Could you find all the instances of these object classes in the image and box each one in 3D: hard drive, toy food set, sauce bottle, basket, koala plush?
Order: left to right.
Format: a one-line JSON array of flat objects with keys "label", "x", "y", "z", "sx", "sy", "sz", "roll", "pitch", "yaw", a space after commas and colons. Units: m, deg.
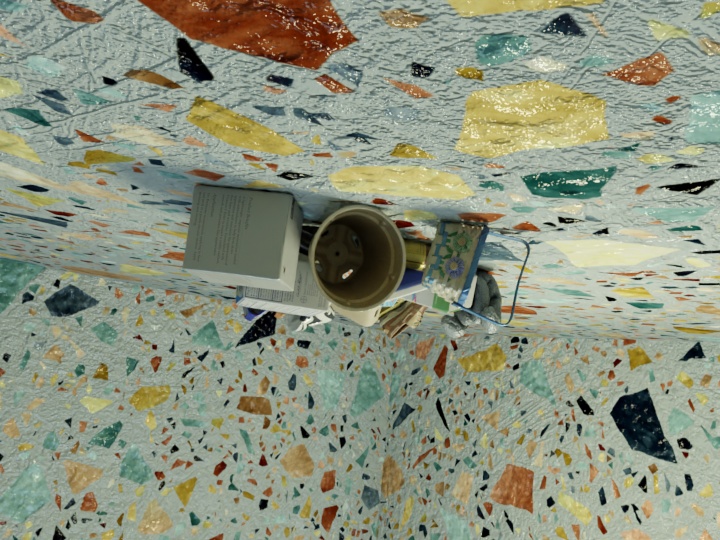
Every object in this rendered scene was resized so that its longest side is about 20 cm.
[{"label": "toy food set", "x": -0.035, "y": 0.061, "z": 1.713, "sx": 0.196, "sy": 0.061, "sz": 0.144, "roll": 27, "pitch": 153, "yaw": 7}, {"label": "hard drive", "x": 0.062, "y": 0.034, "z": 1.437, "sx": 0.196, "sy": 0.026, "sz": 0.131, "roll": -15, "pitch": -163, "yaw": -33}, {"label": "sauce bottle", "x": 0.139, "y": -0.032, "z": 1.508, "sx": 0.194, "sy": 0.068, "sz": 0.066, "roll": 10, "pitch": 170, "yaw": -12}, {"label": "koala plush", "x": 0.266, "y": 0.048, "z": 1.716, "sx": 0.174, "sy": 0.188, "sz": 0.199, "roll": -14, "pitch": 138, "yaw": 41}, {"label": "basket", "x": 0.229, "y": 0.001, "z": 1.301, "sx": 0.194, "sy": 0.181, "sz": 0.139, "roll": 17, "pitch": 167, "yaw": 1}]

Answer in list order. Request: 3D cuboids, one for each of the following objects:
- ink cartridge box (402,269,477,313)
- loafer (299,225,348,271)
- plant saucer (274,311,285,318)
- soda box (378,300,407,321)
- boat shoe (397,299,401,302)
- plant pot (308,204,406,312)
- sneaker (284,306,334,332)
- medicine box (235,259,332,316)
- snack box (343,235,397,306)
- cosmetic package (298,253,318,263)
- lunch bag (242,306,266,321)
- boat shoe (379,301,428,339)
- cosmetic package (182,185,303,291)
[{"label": "ink cartridge box", "x": 0.167, "y": 0.031, "z": 1.593, "sx": 0.196, "sy": 0.087, "sz": 0.143, "roll": 17, "pitch": -168, "yaw": 31}, {"label": "loafer", "x": -0.103, "y": -0.068, "z": 1.452, "sx": 0.197, "sy": 0.072, "sz": 0.073, "roll": 30, "pitch": 166, "yaw": -13}, {"label": "plant saucer", "x": -0.174, "y": 0.038, "z": 1.736, "sx": 0.032, "sy": 0.204, "sz": 0.200, "roll": 27, "pitch": 168, "yaw": -7}, {"label": "soda box", "x": 0.105, "y": 0.066, "z": 1.826, "sx": 0.197, "sy": 0.069, "sz": 0.064, "roll": -32, "pitch": 159, "yaw": 17}, {"label": "boat shoe", "x": 0.064, "y": 0.046, "z": 1.700, "sx": 0.197, "sy": 0.075, "sz": 0.066, "roll": 20, "pitch": 127, "yaw": -43}, {"label": "plant pot", "x": -0.029, "y": -0.030, "z": 1.333, "sx": 0.195, "sy": 0.207, "sz": 0.183, "roll": 9, "pitch": -178, "yaw": -18}, {"label": "sneaker", "x": -0.097, "y": 0.081, "z": 1.675, "sx": 0.200, "sy": 0.080, "sz": 0.128, "roll": -50, "pitch": 159, "yaw": 27}, {"label": "medicine box", "x": -0.178, "y": 0.036, "z": 1.479, "sx": 0.194, "sy": 0.106, "sz": 0.182, "roll": 10, "pitch": 170, "yaw": -15}, {"label": "snack box", "x": 0.000, "y": 0.000, "z": 1.543, "sx": 0.114, "sy": 0.037, "sz": 0.202, "roll": -3, "pitch": 128, "yaw": 46}, {"label": "cosmetic package", "x": -0.156, "y": -0.049, "z": 1.551, "sx": 0.102, "sy": 0.090, "sz": 0.197, "roll": -5, "pitch": 164, "yaw": 44}, {"label": "lunch bag", "x": -0.252, "y": 0.032, "z": 1.700, "sx": 0.121, "sy": 0.205, "sz": 0.170, "roll": 21, "pitch": 167, "yaw": -10}, {"label": "boat shoe", "x": 0.145, "y": 0.126, "z": 1.813, "sx": 0.198, "sy": 0.073, "sz": 0.075, "roll": -34, "pitch": 159, "yaw": 23}, {"label": "cosmetic package", "x": -0.228, "y": -0.060, "z": 1.293, "sx": 0.193, "sy": 0.170, "sz": 0.165, "roll": 7, "pitch": 171, "yaw": 5}]
